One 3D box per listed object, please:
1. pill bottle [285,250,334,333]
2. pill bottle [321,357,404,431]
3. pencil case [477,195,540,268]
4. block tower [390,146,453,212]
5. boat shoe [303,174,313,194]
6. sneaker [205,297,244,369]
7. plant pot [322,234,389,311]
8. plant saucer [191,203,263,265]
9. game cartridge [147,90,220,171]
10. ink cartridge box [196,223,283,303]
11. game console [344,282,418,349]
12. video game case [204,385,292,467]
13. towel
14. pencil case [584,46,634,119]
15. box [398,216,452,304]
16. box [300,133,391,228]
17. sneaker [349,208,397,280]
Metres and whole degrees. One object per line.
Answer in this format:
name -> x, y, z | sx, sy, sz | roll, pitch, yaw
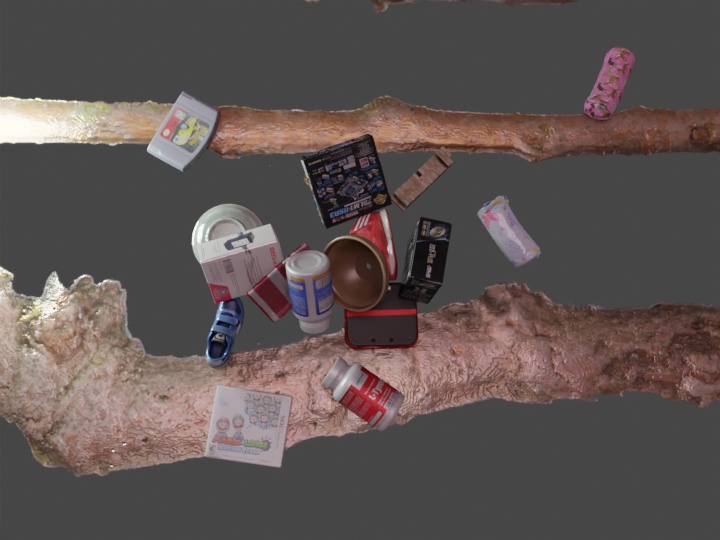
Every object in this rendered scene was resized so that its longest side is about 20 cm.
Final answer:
pill bottle -> -0.126, 0.059, 1.639 | 0.112, 0.112, 0.201 | -6, 125, -4
pill bottle -> 0.004, 0.313, 1.651 | 0.200, 0.112, 0.112 | 34, 82, 2
pencil case -> 0.403, -0.105, 1.745 | 0.091, 0.083, 0.200 | -33, 86, 15
block tower -> 0.172, -0.251, 1.768 | 0.054, 0.058, 0.200 | 45, 83, 4
boat shoe -> -0.055, -0.271, 1.760 | 0.200, 0.072, 0.072 | -32, 114, -10
sneaker -> -0.353, 0.157, 1.670 | 0.074, 0.082, 0.201 | 11, 80, 0
plant pot -> 0.000, 0.000, 1.672 | 0.200, 0.093, 0.202 | 10, 108, 31
plant saucer -> -0.355, -0.085, 1.719 | 0.199, 0.050, 0.201 | 0, 81, -3
game cartridge -> -0.477, -0.379, 1.762 | 0.133, 0.041, 0.200 | 29, 82, -3
ink cartridge box -> -0.301, -0.017, 1.654 | 0.199, 0.145, 0.084 | -17, 42, -9
game console -> 0.056, 0.121, 1.727 | 0.199, 0.031, 0.178 | -1, 76, -4
video game case -> -0.289, 0.405, 1.667 | 0.199, 0.024, 0.183 | 9, 81, -2
towel -> -0.187, 0.034, 1.674 | 0.200, 0.144, 0.023 | -42, 48, -7
pencil case -> 0.709, -0.531, 1.824 | 0.083, 0.087, 0.201 | 20, 80, 32
box -> 0.164, -0.022, 1.652 | 0.086, 0.200, 0.164 | 12, 72, -1
box -> -0.035, -0.238, 1.714 | 0.199, 0.050, 0.199 | -21, 112, -8
sneaker -> 0.034, -0.062, 1.735 | 0.115, 0.078, 0.201 | -10, 70, 4
